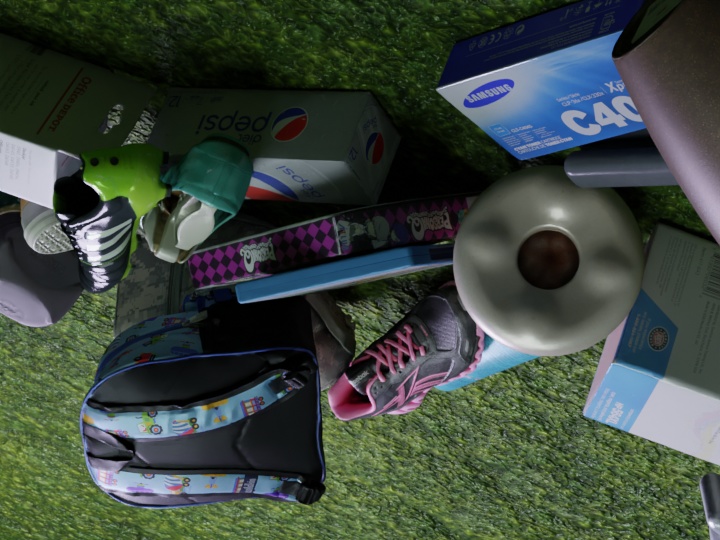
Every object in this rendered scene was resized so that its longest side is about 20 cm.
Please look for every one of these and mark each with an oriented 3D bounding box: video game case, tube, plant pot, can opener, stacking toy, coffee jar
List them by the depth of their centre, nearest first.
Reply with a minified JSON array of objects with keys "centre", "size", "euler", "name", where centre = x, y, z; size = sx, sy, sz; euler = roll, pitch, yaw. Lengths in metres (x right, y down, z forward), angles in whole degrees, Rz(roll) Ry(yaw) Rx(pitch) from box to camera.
[{"centre":[0.258,-0.099,1.285],"size":[0.200,0.187,0.187],"euler":[42,151,-9],"name":"plant pot"},{"centre":[0.237,-0.078,1.456],"size":[0.199,0.053,0.066],"euler":[2,149,37],"name":"can opener"},{"centre":[0.000,0.000,1.634],"size":[0.142,0.018,0.200],"euler":[-13,178,17],"name":"video game case"},{"centre":[0.150,0.008,1.644],"size":[0.145,0.147,0.200],"euler":[17,170,9],"name":"stacking toy"},{"centre":[-0.011,-0.025,1.662],"size":[0.180,0.036,0.199],"euler":[-10,178,-40],"name":"video game case"},{"centre":[-0.303,-0.035,1.812],"size":[0.104,0.085,0.200],"euler":[34,-166,-30],"name":"coffee jar"},{"centre":[0.124,0.059,1.829],"size":[0.077,0.051,0.200],"euler":[37,149,-16],"name":"tube"}]

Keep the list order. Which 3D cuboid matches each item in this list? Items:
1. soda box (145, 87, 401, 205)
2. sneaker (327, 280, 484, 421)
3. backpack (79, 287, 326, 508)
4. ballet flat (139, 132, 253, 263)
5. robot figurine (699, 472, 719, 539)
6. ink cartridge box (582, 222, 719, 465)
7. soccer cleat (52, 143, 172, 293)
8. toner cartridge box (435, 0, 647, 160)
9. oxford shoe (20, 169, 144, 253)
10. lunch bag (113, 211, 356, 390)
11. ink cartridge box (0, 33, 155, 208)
[{"centre":[-0.072,-0.099,1.643],"size":[0.199,0.069,0.064],"euler":[4,150,32],"name":"soda box"},{"centre":[0.035,0.080,1.838],"size":[0.095,0.079,0.200],"euler":[-14,157,-36],"name":"sneaker"},{"centre":[-0.133,0.108,1.724],"size":[0.198,0.135,0.184],"euler":[-7,130,-4],"name":"backpack"},{"centre":[-0.141,-0.046,1.639],"size":[0.067,0.071,0.200],"euler":[26,156,-12],"name":"ballet flat"},{"centre":[0.398,0.242,1.891],"size":[0.199,0.113,0.169],"euler":[33,124,-24],"name":"robot figurine"},{"centre":[0.295,0.074,1.622],"size":[0.198,0.129,0.125],"euler":[21,155,3],"name":"ink cartridge box"},{"centre":[-0.208,-0.043,1.631],"size":[0.080,0.068,0.200],"euler":[1,152,-20],"name":"soccer cleat"},{"centre":[0.153,-0.135,1.423],"size":[0.095,0.043,0.199],"euler":[37,151,-28],"name":"toner cartridge box"},{"centre":[-0.202,-0.063,1.748],"size":[0.199,0.058,0.075],"euler":[-12,149,-38],"name":"oxford shoe"},{"centre":[-0.108,0.040,1.864],"size":[0.166,0.140,0.200],"euler":[-5,150,19],"name":"lunch bag"},{"centre":[-0.279,-0.125,1.684],"size":[0.198,0.116,0.067],"euler":[20,134,6],"name":"ink cartridge box"}]
